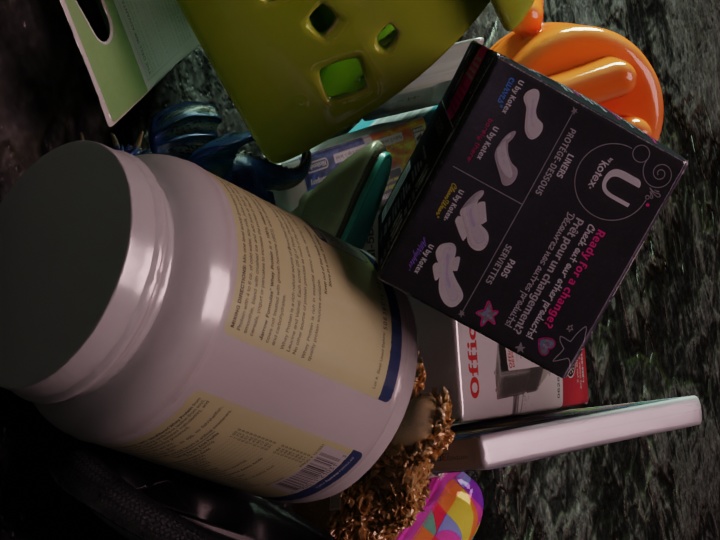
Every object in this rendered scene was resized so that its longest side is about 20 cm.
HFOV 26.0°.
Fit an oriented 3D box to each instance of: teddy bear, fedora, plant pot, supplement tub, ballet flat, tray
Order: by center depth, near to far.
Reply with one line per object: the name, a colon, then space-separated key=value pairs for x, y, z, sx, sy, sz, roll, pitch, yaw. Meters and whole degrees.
supplement tub: x=-0.082 y=0.028 z=0.792 sx=0.200 sy=0.144 sz=0.146 roll=27 pitch=58 yaw=-43
fedora: x=-0.084 y=0.163 z=0.800 sx=0.092 sy=0.200 sz=0.200 roll=-62 pitch=151 yaw=2
plant pot: x=-0.002 y=-0.208 z=0.871 sx=0.200 sy=0.181 sz=0.200 roll=61 pitch=18 yaw=-21
teddy bear: x=0.001 y=0.141 z=0.927 sx=0.066 sy=0.145 sz=0.201 roll=16 pitch=94 yaw=-33
ballet flat: x=-0.038 y=0.011 z=0.956 sx=0.069 sy=0.069 sz=0.201 roll=7 pitch=100 yaw=-64
tray: x=0.032 y=-0.127 z=1.078 sx=0.200 sy=0.107 sz=0.022 roll=-21 pitch=98 yaw=-88

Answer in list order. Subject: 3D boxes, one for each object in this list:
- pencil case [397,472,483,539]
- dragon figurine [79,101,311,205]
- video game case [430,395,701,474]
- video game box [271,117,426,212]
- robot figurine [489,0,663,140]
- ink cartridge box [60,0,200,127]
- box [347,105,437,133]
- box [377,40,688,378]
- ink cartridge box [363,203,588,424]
pencil case: x=0.022 y=0.200 z=1.065 sx=0.200 sy=0.088 sz=0.089 roll=-51 pitch=127 yaw=-59
dragon figurine: x=-0.086 y=-0.060 z=0.892 sx=0.200 sy=0.059 sz=0.100 roll=-32 pitch=132 yaw=-37
video game case: x=0.093 y=0.112 z=1.031 sx=0.199 sy=0.182 sz=0.023 roll=-5 pitch=84 yaw=-38
video game box: x=0.000 y=0.000 z=1.077 sx=0.200 sy=0.047 sz=0.183 roll=-26 pitch=108 yaw=-56
robot figurine: x=0.138 y=-0.115 z=1.078 sx=0.143 sy=0.117 sz=0.200 roll=33 pitch=4 yaw=-11
ink cartridge box: x=-0.140 y=-0.179 z=0.880 sx=0.200 sy=0.048 sz=0.146 roll=-55 pitch=131 yaw=-55
box: x=0.057 y=-0.025 z=1.209 sx=0.049 sy=0.082 sz=0.201 roll=-49 pitch=126 yaw=-56
box: x=0.086 y=-0.040 z=0.861 sx=0.133 sy=0.114 sz=0.200 roll=-62 pitch=-176 yaw=9
ink cartridge box: x=0.077 y=0.029 z=1.073 sx=0.200 sy=0.082 sz=0.148 roll=-1 pitch=85 yaw=-58
